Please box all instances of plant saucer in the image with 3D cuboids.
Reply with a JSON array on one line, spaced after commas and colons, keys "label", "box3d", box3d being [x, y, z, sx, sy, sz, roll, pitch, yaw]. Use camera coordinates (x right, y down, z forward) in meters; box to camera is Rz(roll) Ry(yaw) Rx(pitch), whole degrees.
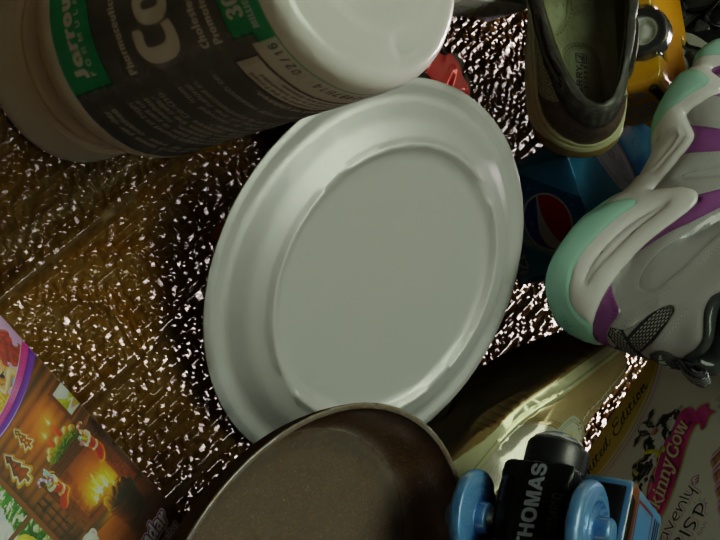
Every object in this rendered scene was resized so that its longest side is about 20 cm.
[{"label": "plant saucer", "box3d": [-0.029, 0.151, 0.921, 0.200, 0.032, 0.201, -21, 121, -40]}]

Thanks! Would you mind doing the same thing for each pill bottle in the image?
[{"label": "pill bottle", "box3d": [-0.066, -0.111, 0.866, 0.113, 0.200, 0.114, 13, 72, -43]}]

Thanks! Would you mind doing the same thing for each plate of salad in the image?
[{"label": "plate of salad", "box3d": [0.000, 0.000, 0.993, 0.199, 0.048, 0.201, -18, 119, -35]}]

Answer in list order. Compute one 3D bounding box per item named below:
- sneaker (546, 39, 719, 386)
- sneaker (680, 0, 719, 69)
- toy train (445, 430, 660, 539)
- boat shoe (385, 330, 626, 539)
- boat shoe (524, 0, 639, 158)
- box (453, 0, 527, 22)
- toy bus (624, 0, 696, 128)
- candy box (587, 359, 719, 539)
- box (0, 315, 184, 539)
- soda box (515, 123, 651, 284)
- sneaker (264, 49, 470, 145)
[{"label": "sneaker", "box3d": [0.204, -0.026, 1.041, 0.200, 0.140, 0.078, -55, 148, -12]}, {"label": "sneaker", "box3d": [0.202, -0.166, 1.189, 0.070, 0.083, 0.200, 6, 46, -13]}, {"label": "toy train", "box3d": [0.082, 0.179, 0.944, 0.114, 0.086, 0.201, 45, 54, -55]}, {"label": "boat shoe", "box3d": [0.074, 0.097, 1.057, 0.200, 0.074, 0.067, -35, 109, -33]}, {"label": "boat shoe", "box3d": [0.115, -0.163, 1.061, 0.071, 0.066, 0.202, 0, 74, -13]}, {"label": "box", "box3d": [0.040, -0.235, 1.080, 0.144, 0.036, 0.201, -17, 96, -71]}, {"label": "toy bus", "box3d": [0.138, -0.177, 1.144, 0.065, 0.078, 0.201, 32, 48, -58]}, {"label": "candy box", "box3d": [0.202, 0.127, 1.054, 0.061, 0.200, 0.137, 40, 79, -34]}, {"label": "box", "box3d": [-0.167, 0.137, 0.824, 0.137, 0.039, 0.200, 51, 50, -24]}, {"label": "soda box", "box3d": [0.163, -0.058, 1.181, 0.200, 0.064, 0.068, -27, 100, -45]}, {"label": "sneaker", "box3d": [-0.025, -0.102, 0.996, 0.200, 0.071, 0.098, 35, 56, -36]}]
